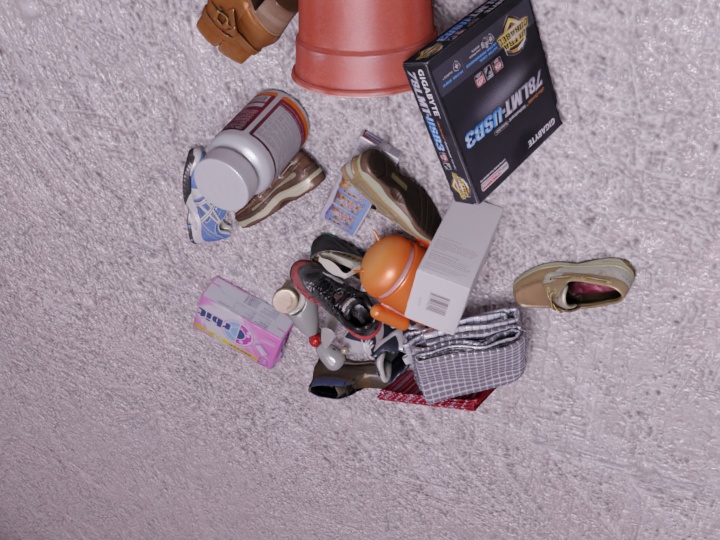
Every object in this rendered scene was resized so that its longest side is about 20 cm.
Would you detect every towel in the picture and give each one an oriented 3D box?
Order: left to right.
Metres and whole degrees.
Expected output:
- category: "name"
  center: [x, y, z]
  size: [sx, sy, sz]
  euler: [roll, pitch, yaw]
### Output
- category: "towel"
  center: [0.148, 0.218, 1.446]
  size: [0.200, 0.145, 0.023]
  euler: [2, 102, 28]
- category: "towel"
  center: [0.180, 0.147, 1.315]
  size: [0.200, 0.086, 0.166]
  euler: [-14, 150, 4]

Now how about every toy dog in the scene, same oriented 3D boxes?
- category: "toy dog"
  center: [-0.079, 0.085, 1.477]
  size: [0.096, 0.132, 0.200]
  euler: [-34, 120, 11]

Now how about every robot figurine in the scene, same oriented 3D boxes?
- category: "robot figurine"
  center: [0.084, 0.014, 1.290]
  size: [0.200, 0.117, 0.144]
  euler: [31, 123, -20]

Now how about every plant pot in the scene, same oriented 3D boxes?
- category: "plant pot"
  center: [0.006, -0.343, 0.961]
  size: [0.200, 0.201, 0.196]
  euler: [11, 126, 20]

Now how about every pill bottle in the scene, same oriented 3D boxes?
- category: "pill bottle"
  center: [-0.166, -0.185, 1.194]
  size: [0.109, 0.200, 0.110]
  euler: [16, 135, 16]

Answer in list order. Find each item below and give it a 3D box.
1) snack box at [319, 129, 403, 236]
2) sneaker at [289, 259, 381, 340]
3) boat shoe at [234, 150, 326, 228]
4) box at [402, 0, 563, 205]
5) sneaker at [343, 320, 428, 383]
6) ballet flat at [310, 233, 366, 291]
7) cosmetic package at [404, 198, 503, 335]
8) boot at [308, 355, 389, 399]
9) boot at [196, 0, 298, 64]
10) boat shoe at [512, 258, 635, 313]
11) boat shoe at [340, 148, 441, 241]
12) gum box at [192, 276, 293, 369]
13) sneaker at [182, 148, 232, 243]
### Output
- category: "snack box"
  center: [-0.003, -0.138, 1.276]
  size: [0.072, 0.024, 0.200]
  euler: [30, 137, -2]
- category: "sneaker"
  center: [-0.041, 0.047, 1.388]
  size: [0.200, 0.071, 0.098]
  euler: [40, 171, -1]
- category: "boat shoe"
  center: [-0.150, -0.144, 1.326]
  size: [0.202, 0.075, 0.075]
  euler: [-27, 106, 32]
- category: "box"
  center: [0.163, -0.219, 0.981]
  size: [0.050, 0.200, 0.199]
  euler: [14, 138, 49]
- category: "sneaker"
  center: [0.031, 0.152, 1.449]
  size: [0.199, 0.130, 0.080]
  euler: [-6, 124, 33]
- category: "ballet flat"
  center: [0.000, 0.000, 1.370]
  size: [0.200, 0.068, 0.068]
  euler: [20, 135, 11]
- category: "cosmetic package"
  center: [0.145, -0.014, 1.179]
  size: [0.085, 0.200, 0.108]
  euler: [20, 134, 9]
- category: "boot"
  center: [-0.008, 0.232, 1.568]
  size: [0.200, 0.097, 0.075]
  euler: [12, 134, 20]
- category: "boot"
  center: [-0.197, -0.399, 1.111]
  size: [0.200, 0.074, 0.155]
  euler: [49, 139, -14]
- category: "boat shoe"
  center: [0.324, 0.030, 1.217]
  size: [0.200, 0.066, 0.074]
  euler: [-15, 120, 38]
- category: "boat shoe"
  center: [0.048, -0.112, 1.226]
  size: [0.076, 0.072, 0.200]
  euler: [-17, 130, 39]
- category: "gum box"
  center: [-0.238, 0.112, 1.608]
  size: [0.200, 0.066, 0.114]
  euler: [29, 136, 2]
- category: "sneaker"
  center: [-0.279, -0.136, 1.411]
  size: [0.077, 0.076, 0.200]
  euler: [1, 133, 0]
